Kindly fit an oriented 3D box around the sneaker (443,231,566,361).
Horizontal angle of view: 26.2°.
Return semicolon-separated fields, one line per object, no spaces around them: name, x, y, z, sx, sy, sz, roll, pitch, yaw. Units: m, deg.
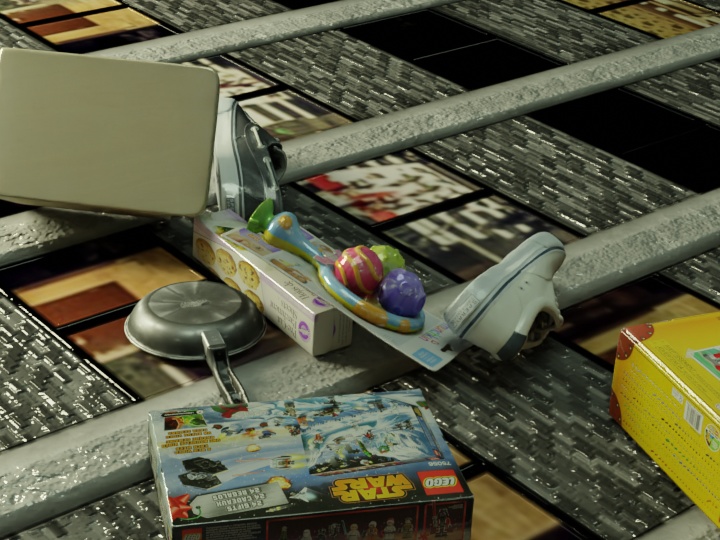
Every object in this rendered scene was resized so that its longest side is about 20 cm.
sneaker;0.130;0.027;1.257;0.071;0.073;0.200;45;31;7

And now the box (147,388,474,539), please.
box;-0.037;0.137;1.040;0.198;0.040;0.137;-3;27;-13

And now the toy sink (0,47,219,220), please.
toy sink;-0.216;-0.116;1.377;0.198;0.132;0.112;5;-2;7

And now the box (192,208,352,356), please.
box;-0.076;0.006;1.287;0.038;0.042;0.200;-15;34;-31

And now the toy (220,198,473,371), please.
toy;0.000;0.000;1.216;0.199;0.048;0.115;29;19;14

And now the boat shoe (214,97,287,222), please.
boat shoe;-0.103;-0.103;1.459;0.067;0.072;0.201;-2;31;-7

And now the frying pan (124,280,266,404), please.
frying pan;-0.133;0.054;1.206;0.114;0.031;0.190;2;25;1

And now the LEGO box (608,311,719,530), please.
LEGO box;0.290;0.109;1.092;0.148;0.078;0.200;-7;29;-20
